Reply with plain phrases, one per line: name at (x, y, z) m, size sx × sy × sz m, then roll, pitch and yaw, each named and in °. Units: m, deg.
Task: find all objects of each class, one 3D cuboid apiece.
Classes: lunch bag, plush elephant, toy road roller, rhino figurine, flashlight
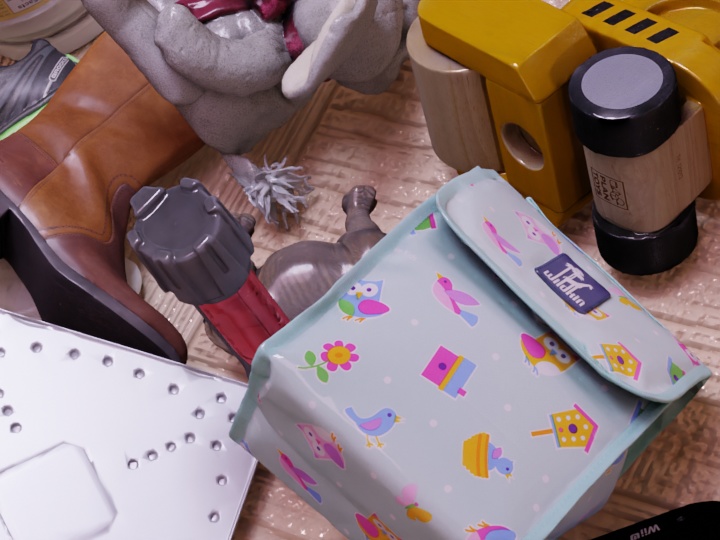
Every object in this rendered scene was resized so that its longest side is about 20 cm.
lunch bag at (0.063, 0.055, 1.149) m, size 0.170 × 0.122 × 0.200 m, roll 42°, pitch 61°, yaw 13°
plush elephant at (-0.047, -0.147, 1.356) m, size 0.155 × 0.165 × 0.200 m, roll -37°, pitch 87°, yaw 10°
toy road roller at (0.138, -0.104, 1.267) m, size 0.200 × 0.123 × 0.146 m, roll 29°, pitch 59°, yaw 37°
rhino figurine at (0.000, 0.000, 1.296) m, size 0.199 × 0.060 × 0.088 m, roll -13°, pitch 43°, yaw 4°
flashlight at (-0.050, 0.034, 1.206) m, size 0.067 × 0.200 × 0.068 m, roll -14°, pitch 51°, yaw 18°

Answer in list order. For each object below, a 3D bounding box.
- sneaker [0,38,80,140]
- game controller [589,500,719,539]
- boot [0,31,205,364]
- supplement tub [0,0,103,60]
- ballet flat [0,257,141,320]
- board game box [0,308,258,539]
sneaker at (-0.260, -0.080, 1.456) m, size 0.200 × 0.077 × 0.084 m, roll -30°, pitch 67°, yaw -18°
game controller at (0.108, 0.182, 1.130) m, size 0.199 × 0.042 × 0.105 m, roll -21°, pitch 51°, yaw 11°
boot at (-0.136, -0.040, 1.385) m, size 0.188 × 0.069 × 0.200 m, roll 32°, pitch 50°, yaw 14°
supplement tub at (-0.243, -0.244, 1.496) m, size 0.145 × 0.200 × 0.146 m, roll -13°, pitch 54°, yaw 18°
ballet flat at (-0.232, 0.008, 1.405) m, size 0.199 × 0.069 × 0.070 m, roll -2°, pitch 57°, yaw 25°
board game box at (-0.169, 0.131, 1.262) m, size 0.199 × 0.026 × 0.201 m, roll 17°, pitch 64°, yaw 5°
